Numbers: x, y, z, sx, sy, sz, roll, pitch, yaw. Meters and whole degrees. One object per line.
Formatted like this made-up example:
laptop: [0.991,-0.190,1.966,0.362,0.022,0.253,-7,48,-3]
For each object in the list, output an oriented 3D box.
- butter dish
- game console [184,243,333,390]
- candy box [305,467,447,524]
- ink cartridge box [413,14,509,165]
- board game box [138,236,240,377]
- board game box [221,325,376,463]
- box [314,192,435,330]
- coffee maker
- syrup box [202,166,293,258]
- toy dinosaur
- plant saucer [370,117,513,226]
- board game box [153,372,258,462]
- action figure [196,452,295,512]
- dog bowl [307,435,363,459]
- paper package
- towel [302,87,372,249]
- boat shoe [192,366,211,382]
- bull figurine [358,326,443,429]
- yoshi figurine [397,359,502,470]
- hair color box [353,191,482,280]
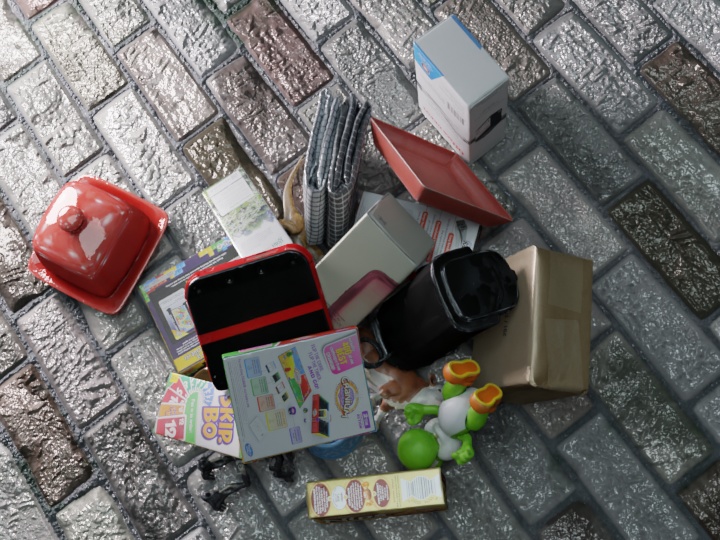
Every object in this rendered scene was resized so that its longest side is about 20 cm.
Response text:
butter dish: [-0.449,-0.063,1.624,0.197,0.148,0.202,24,78,15]
game console: [-0.147,0.067,1.453,0.197,0.031,0.180,-16,102,4]
candy box: [0.026,0.330,1.451,0.196,0.116,0.056,-7,71,6]
ink cartridge box: [0.160,-0.283,1.581,0.083,0.200,0.146,-36,71,-7]
board game box: [-0.234,0.053,1.606,0.198,0.057,0.167,-28,73,-3]
board game box: [-0.087,0.175,1.418,0.196,0.040,0.156,-11,93,-9]
box: [0.000,0.000,1.499,0.109,0.128,0.200,45,115,-1]
coffee maker: [0.109,0.068,1.435,0.135,0.200,0.192,47,59,2]
syrup box: [-0.164,-0.060,1.545,0.078,0.082,0.201,-33,53,-4]
toy dinosaur: [-0.112,-0.079,1.640,0.105,0.060,0.203,-15,73,-28]
plant saucer: [0.117,-0.144,1.536,0.037,0.197,0.201,-56,42,21]
board game box: [-0.221,0.219,1.488,0.197,0.030,0.097,9,78,30]
action figure: [-0.154,0.276,1.504,0.198,0.102,0.120,-33,68,13]
dog bowl: [-0.080,0.202,1.541,0.199,0.050,0.112,41,82,17]
paper package: [0.247,0.086,1.454,0.102,0.190,0.204,11,74,-20]
towel: [-0.036,-0.159,1.573,0.084,0.166,0.203,8,62,4]
boat shoe: [-0.203,0.167,1.547,0.201,0.065,0.072,-50,59,20]
bull figurine: [0.037,0.167,1.518,0.199,0.066,0.121,40,45,25]
yoshi figurine: [0.116,0.226,1.429,0.110,0.202,0.113,19,40,-8]
hair color box: [0.086,-0.045,1.589,0.197,0.064,0.113,14,75,13]
